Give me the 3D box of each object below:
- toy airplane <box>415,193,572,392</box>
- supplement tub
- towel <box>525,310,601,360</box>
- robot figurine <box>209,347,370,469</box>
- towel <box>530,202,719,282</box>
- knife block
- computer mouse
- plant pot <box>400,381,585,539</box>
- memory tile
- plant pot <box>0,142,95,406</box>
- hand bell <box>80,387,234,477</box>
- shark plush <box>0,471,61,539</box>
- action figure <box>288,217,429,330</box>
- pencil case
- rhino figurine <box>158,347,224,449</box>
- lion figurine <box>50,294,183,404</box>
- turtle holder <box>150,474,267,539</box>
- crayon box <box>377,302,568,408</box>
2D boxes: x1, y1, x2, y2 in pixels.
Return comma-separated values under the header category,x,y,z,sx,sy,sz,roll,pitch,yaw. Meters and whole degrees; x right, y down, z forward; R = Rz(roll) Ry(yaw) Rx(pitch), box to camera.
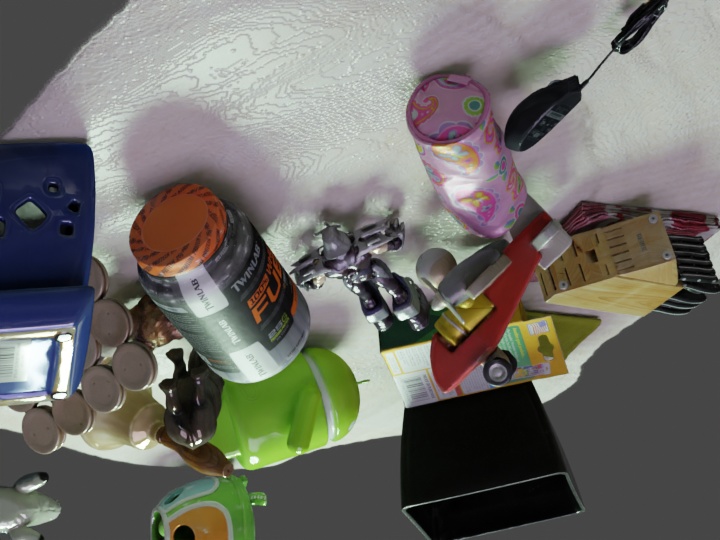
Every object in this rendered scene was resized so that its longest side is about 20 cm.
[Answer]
category,x,y,z,sx,sy,sz,roll,pitch,yaw
toy airplane,0.128,0.007,1.727,0.141,0.200,0.200,24,143,8
supplement tub,-0.139,0.012,1.627,0.122,0.123,0.200,-21,140,12
towel,0.192,0.077,2.002,0.199,0.018,0.086,6,145,-32
robot figurine,-0.090,0.156,1.904,0.199,0.116,0.175,-17,-179,-15
towel,0.293,-0.022,1.875,0.199,0.023,0.144,4,146,-28
knife block,0.299,0.012,1.849,0.199,0.064,0.176,-16,151,3
computer mouse,0.202,-0.186,1.523,0.200,0.034,0.059,-44,163,13
plant pot,0.149,0.210,2.031,0.198,0.178,0.200,-14,157,9
memory tile,-0.300,0.088,1.691,0.200,0.154,0.017,-34,175,30
plant pot,-0.338,0.014,1.505,0.199,0.181,0.200,-3,149,-17
hand bell,-0.207,0.182,1.810,0.104,0.199,0.105,-23,123,-41
shark plush,-0.469,0.304,2.056,0.199,0.091,0.083,-8,180,-20
action figure,0.000,0.000,1.745,0.130,0.070,0.200,-16,147,18
pencil case,0.104,-0.109,1.590,0.087,0.088,0.200,-19,151,9
rhino figurine,-0.177,0.123,1.784,0.059,0.200,0.088,-7,109,3
lion figurine,-0.254,0.072,1.748,0.199,0.123,0.073,-13,113,28
turtle holder,-0.206,0.327,2.156,0.131,0.186,0.142,-2,116,-22
crayon box,0.131,0.088,1.926,0.199,0.052,0.126,-12,141,10
